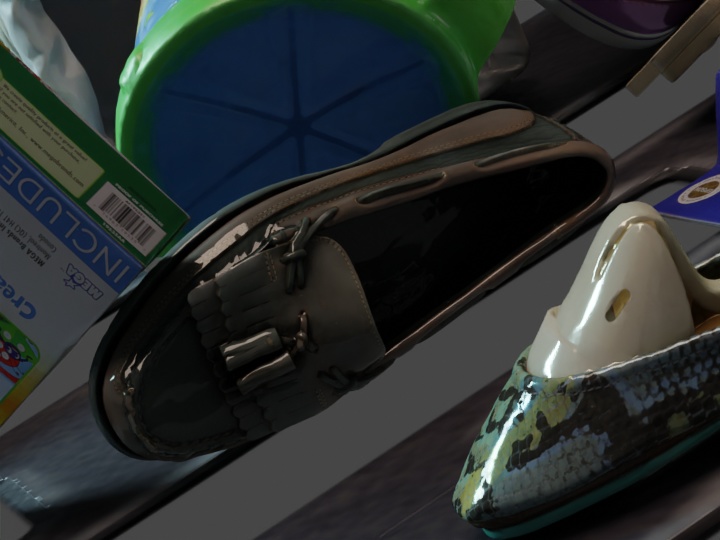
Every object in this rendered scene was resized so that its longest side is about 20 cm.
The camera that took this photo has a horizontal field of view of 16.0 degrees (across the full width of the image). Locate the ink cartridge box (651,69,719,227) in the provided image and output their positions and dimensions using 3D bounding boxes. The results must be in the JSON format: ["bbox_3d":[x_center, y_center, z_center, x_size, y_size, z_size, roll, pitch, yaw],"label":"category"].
[{"bbox_3d":[0.189,-0.077,0.853,0.199,0.037,0.095,-35,17,-16],"label":"ink cartridge box"}]

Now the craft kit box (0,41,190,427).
[{"bbox_3d":[-0.188,-0.018,0.870,0.198,0.200,0.049,-45,5,32],"label":"craft kit box"}]

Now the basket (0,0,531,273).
[{"bbox_3d":[-0.067,-0.128,1.123,0.199,0.199,0.161,-32,15,-13],"label":"basket"}]

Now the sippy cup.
[{"bbox_3d":[-0.030,-0.086,0.976,0.176,0.140,0.131,-3,38,-8],"label":"sippy cup"}]

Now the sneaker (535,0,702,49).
[{"bbox_3d":[0.057,-0.167,1.004,0.114,0.199,0.073,126,167,-72],"label":"sneaker"}]

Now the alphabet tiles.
[{"bbox_3d":[0.180,-0.143,0.973,0.200,0.015,0.196,-45,-2,-45],"label":"alphabet tiles"}]

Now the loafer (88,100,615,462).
[{"bbox_3d":[0.000,0.000,0.862,0.199,0.072,0.063,-33,23,-25],"label":"loafer"}]

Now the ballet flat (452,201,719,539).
[{"bbox_3d":[0.104,0.000,0.695,0.199,0.075,0.074,-28,16,0],"label":"ballet flat"}]
